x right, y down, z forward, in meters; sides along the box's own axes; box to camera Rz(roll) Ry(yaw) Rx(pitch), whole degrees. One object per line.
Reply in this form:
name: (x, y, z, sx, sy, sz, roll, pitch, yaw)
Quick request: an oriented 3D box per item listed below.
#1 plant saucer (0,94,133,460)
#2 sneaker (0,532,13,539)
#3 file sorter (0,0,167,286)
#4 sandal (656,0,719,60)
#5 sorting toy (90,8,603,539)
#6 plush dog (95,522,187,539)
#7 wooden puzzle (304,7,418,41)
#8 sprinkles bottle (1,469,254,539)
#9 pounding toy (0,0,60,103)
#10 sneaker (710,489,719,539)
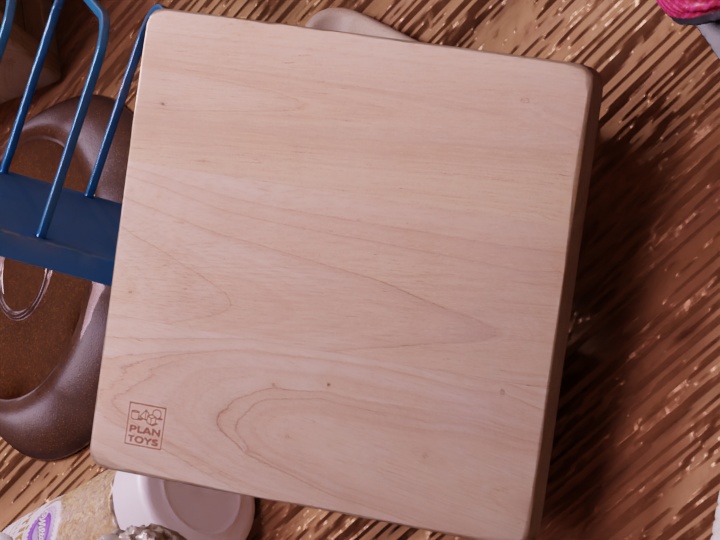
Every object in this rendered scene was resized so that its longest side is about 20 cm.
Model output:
plant saucer: (-0.171, 0.001, 1.600, 0.200, 0.032, 0.201, -19, 66, 50)
sneaker: (-0.169, 0.198, 1.438, 0.200, 0.083, 0.081, 37, 133, 21)
file sorter: (-0.148, -0.075, 1.418, 0.139, 0.199, 0.123, -132, 60, -68)
sandal: (0.139, -0.133, 1.203, 0.200, 0.045, 0.075, 49, 120, 47)
sorting toy: (0.000, 0.000, 1.267, 0.199, 0.070, 0.200, 9, 94, 19)
plush dog: (-0.014, 0.192, 1.282, 0.171, 0.160, 0.201, 20, 127, 39)
wooden puzzle: (0.000, -0.014, 1.359, 0.200, 0.046, 0.186, 31, 106, 52)
sprinkles bottle: (-0.134, 0.141, 1.484, 0.200, 0.068, 0.068, -32, 57, 46)
pounding toy: (-0.260, -0.158, 1.644, 0.142, 0.200, 0.185, -19, 63, 19)
sneaker: (0.185, 0.083, 1.061, 0.111, 0.077, 0.201, -26, 55, 58)
